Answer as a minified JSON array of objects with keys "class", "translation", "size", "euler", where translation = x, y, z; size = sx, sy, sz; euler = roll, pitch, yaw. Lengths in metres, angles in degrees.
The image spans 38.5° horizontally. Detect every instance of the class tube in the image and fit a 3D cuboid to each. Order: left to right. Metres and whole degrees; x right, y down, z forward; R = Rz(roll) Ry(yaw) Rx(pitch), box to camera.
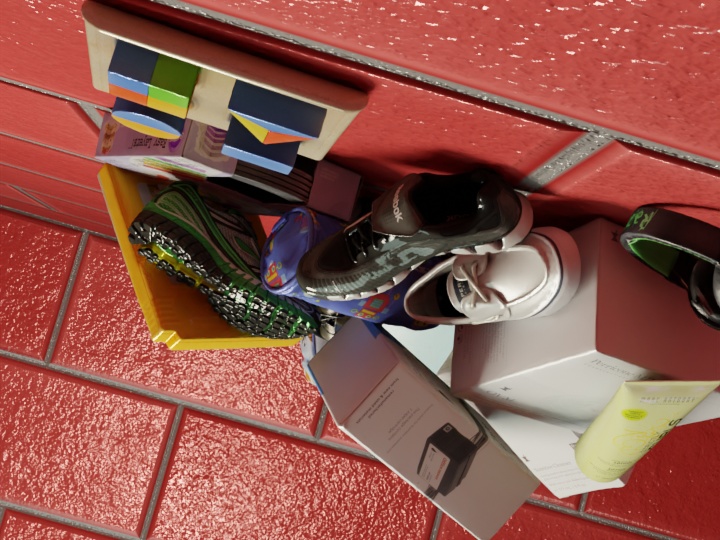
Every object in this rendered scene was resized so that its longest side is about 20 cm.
[{"class":"tube","translation":[0.228,0.128,0.863],"size":[0.052,0.058,0.200],"euler":[44,157,16]}]

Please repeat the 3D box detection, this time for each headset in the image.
[{"class":"headset","translation":[0.281,0.023,0.762],"size":[0.199,0.094,0.124],"euler":[27,175,2]}]

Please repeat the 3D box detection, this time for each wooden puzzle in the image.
[{"class":"wooden puzzle","translation":[-0.102,-0.115,0.720],"size":[0.184,0.047,0.200],"euler":[17,175,-10]}]

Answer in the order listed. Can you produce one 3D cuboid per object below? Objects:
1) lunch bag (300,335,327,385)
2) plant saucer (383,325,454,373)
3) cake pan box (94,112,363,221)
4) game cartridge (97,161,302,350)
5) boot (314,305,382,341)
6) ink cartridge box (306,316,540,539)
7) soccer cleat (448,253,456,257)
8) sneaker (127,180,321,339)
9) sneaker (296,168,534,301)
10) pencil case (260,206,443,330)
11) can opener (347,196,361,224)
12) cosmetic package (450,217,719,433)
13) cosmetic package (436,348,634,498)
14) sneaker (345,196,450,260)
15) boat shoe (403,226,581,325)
[{"class":"lunch bag","translation":[0.006,0.047,1.263],"size":[0.159,0.201,0.076],"euler":[-1,180,-13]},{"class":"plant saucer","translation":[0.087,0.114,1.185],"size":[0.199,0.201,0.027],"euler":[15,-144,10]},{"class":"cake pan box","translation":[-0.123,-0.097,0.954],"size":[0.184,0.053,0.200],"euler":[17,174,-38]},{"class":"game cartridge","translation":[-0.155,-0.016,1.025],"size":[0.176,0.201,0.032],"euler":[2,146,-47]},{"class":"boot","translation":[-0.025,0.033,1.049],"size":[0.074,0.097,0.200],"euler":[17,179,37]},{"class":"ink cartridge box","translation":[0.058,0.146,0.984],"size":[0.200,0.084,0.145],"euler":[42,-178,-23]},{"class":"soccer cleat","translation":[0.119,0.014,1.140],"size":[0.065,0.084,0.200],"euler":[-29,175,5]},{"class":"sneaker","translation":[-0.110,-0.009,0.950],"size":[0.200,0.085,0.078],"euler":[41,146,-18]},{"class":"sneaker","translation":[0.031,-0.035,0.810],"size":[0.199,0.067,0.091],"euler":[-18,151,15]},{"class":"pencil case","translation":[0.000,0.000,0.954],"size":[0.199,0.087,0.078],"euler":[17,131,-41]},{"class":"can opener","translation":[-0.034,-0.060,1.076],"size":[0.053,0.067,0.200],"euler":[37,-178,-17]},{"class":"cosmetic package","translation":[0.220,0.064,0.932],"size":[0.199,0.124,0.200],"euler":[18,154,-26]},{"class":"cosmetic package","translation":[0.191,0.138,1.077],"size":[0.200,0.081,0.113],"euler":[43,146,-10]},{"class":"sneaker","translation":[0.032,-0.032,1.098],"size":[0.104,0.060,0.200],"euler":[20,170,-10]},{"class":"boat shoe","translation":[0.103,0.011,0.867],"size":[0.065,0.072,0.200],"euler":[-10,178,-29]}]
